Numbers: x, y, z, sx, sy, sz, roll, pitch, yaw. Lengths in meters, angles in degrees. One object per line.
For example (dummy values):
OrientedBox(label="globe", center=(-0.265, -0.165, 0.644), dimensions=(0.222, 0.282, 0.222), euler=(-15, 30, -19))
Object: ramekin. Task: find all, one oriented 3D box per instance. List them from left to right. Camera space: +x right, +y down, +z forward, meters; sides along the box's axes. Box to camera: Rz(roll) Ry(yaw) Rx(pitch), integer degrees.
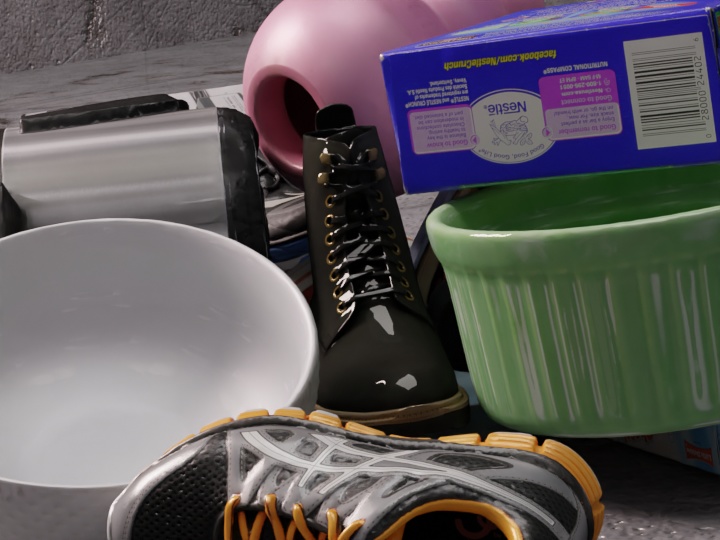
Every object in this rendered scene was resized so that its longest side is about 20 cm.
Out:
OrientedBox(label="ramekin", center=(0.136, 0.008, 1.116), dimensions=(0.199, 0.098, 0.200), euler=(-9, 10, 2))

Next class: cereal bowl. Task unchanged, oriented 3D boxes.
OrientedBox(label="cereal bowl", center=(-0.116, 0.065, 1.091), dimensions=(0.199, 0.084, 0.200), euler=(-1, 35, 1))

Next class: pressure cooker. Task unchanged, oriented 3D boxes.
OrientedBox(label="pressure cooker", center=(-0.144, 0.006, 1.258), dimensions=(0.199, 0.176, 0.179), euler=(-7, 27, -2))

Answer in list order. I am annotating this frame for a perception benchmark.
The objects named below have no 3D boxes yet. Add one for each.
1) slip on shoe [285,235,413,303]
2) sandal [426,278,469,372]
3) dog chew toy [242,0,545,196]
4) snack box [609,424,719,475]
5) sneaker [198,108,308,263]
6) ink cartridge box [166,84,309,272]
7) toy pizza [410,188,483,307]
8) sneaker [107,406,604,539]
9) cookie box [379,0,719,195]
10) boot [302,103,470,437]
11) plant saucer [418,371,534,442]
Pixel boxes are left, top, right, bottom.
OrientedBox(label="slip on shoe", center=(-0.002, 0.021, 1.438), dimensions=(0.074, 0.061, 0.200), euler=(-38, -7, 17))
OrientedBox(label="sandal", center=(0.134, 0.019, 1.240), dimensions=(0.200, 0.076, 0.048), euler=(-15, 37, -12))
OrientedBox(label="dog chew toy", center=(0.030, -0.116, 1.341), dimensions=(0.124, 0.125, 0.200), euler=(6, 27, 46))
OrientedBox(label="snack box", center=(0.229, 0.056, 1.177), dimensions=(0.199, 0.037, 0.116), euler=(-9, 9, -22))
OrientedBox(label="sneaker", center=(-0.083, -0.049, 1.395), dimensions=(0.199, 0.083, 0.071), euler=(10, 15, 31))
OrientedBox(label="ink cartridge box", center=(-0.095, -0.046, 1.580), dimensions=(0.199, 0.084, 0.145), euler=(-10, -31, -25))
OrientedBox(label="toy pizza", center=(0.085, -0.035, 1.403), dimensions=(0.032, 0.201, 0.200), euler=(33, 23, 15))
OrientedBox(label="sneaker", center=(-0.006, 0.102, 0.952), dimensions=(0.199, 0.079, 0.077), euler=(-4, 19, 11))
OrientedBox(label="cookie box", center=(0.129, -0.095, 1.203), dimensions=(0.171, 0.075, 0.200), euler=(-5, 9, 26))
OrientedBox(label="boot", center=(0.000, 0.000, 1.173), dimensions=(0.077, 0.139, 0.200), euler=(-8, 13, -12))
OrientedBox(label="plant saucer", center=(0.062, 0.059, 1.277), dimensions=(0.199, 0.028, 0.200), euler=(-4, 11, 1))
